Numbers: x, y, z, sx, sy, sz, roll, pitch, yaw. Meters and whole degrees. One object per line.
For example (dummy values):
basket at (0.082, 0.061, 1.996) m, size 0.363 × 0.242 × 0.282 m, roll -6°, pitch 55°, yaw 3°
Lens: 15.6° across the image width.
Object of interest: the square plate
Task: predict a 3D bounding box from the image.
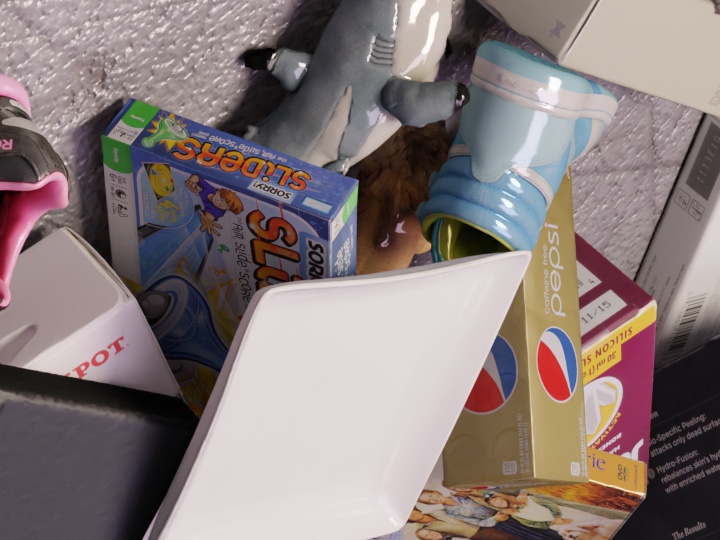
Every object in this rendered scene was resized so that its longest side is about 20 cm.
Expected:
square plate at (-0.017, 0.073, 1.381) m, size 0.200 × 0.028 × 0.199 m, roll -9°, pitch 132°, yaw -44°

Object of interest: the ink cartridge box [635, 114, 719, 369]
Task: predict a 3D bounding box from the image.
ink cartridge box at (0.279, -0.034, 1.844) m, size 0.173 × 0.044 × 0.201 m, roll -14°, pitch 135°, yaw -41°

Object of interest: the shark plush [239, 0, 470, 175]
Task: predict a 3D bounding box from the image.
shark plush at (-0.029, -0.098, 1.422) m, size 0.200 × 0.091 × 0.083 m, roll -32°, pitch 114°, yaw 21°

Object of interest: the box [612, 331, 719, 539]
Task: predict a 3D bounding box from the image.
box at (0.261, 0.154, 1.813) m, size 0.117 × 0.201 × 0.197 m, roll -14°, pitch 168°, yaw -40°

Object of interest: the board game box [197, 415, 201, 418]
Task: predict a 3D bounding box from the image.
board game box at (-0.109, 0.186, 1.514) m, size 0.200 × 0.165 × 0.057 m, roll -38°, pitch 168°, yaw -13°

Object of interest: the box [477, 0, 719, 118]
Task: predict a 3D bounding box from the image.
box at (0.160, -0.151, 1.550) m, size 0.200 × 0.082 × 0.069 m, roll 10°, pitch 116°, yaw -54°

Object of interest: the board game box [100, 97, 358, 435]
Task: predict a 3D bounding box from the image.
board game box at (-0.068, 0.010, 1.406) m, size 0.035 × 0.135 × 0.200 m, roll -56°, pitch 157°, yaw -38°

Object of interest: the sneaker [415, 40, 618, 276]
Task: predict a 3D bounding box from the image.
sneaker at (0.083, -0.055, 1.471) m, size 0.200 × 0.079 × 0.131 m, roll 5°, pitch 106°, yaw -75°

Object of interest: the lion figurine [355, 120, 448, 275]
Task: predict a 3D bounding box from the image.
lion figurine at (0.000, 0.000, 1.489) m, size 0.123 × 0.072 × 0.201 m, roll 97°, pitch 11°, yaw -74°

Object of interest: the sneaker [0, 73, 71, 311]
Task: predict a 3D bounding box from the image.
sneaker at (-0.214, 0.002, 1.271) m, size 0.200 × 0.095 × 0.079 m, roll -51°, pitch 149°, yaw 8°

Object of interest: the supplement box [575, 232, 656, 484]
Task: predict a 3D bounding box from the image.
supplement box at (0.113, 0.086, 1.725) m, size 0.131 × 0.103 × 0.200 m, roll -34°, pitch 145°, yaw -21°

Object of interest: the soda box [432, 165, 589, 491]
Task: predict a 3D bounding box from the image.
soda box at (0.088, 0.029, 1.564) m, size 0.064 × 0.068 × 0.201 m, roll 9°, pitch 75°, yaw -53°

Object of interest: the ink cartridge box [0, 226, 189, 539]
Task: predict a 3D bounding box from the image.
ink cartridge box at (-0.164, 0.096, 1.402) m, size 0.146 × 0.083 × 0.200 m, roll -34°, pitch 135°, yaw -12°

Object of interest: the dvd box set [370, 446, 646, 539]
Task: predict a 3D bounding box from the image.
dvd box set at (0.061, 0.144, 1.656) m, size 0.199 × 0.029 × 0.146 m, roll 17°, pitch 138°, yaw -14°

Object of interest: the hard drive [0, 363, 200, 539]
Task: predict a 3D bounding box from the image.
hard drive at (-0.180, 0.145, 1.341) m, size 0.139 × 0.033 × 0.200 m, roll 14°, pitch 112°, yaw -42°
